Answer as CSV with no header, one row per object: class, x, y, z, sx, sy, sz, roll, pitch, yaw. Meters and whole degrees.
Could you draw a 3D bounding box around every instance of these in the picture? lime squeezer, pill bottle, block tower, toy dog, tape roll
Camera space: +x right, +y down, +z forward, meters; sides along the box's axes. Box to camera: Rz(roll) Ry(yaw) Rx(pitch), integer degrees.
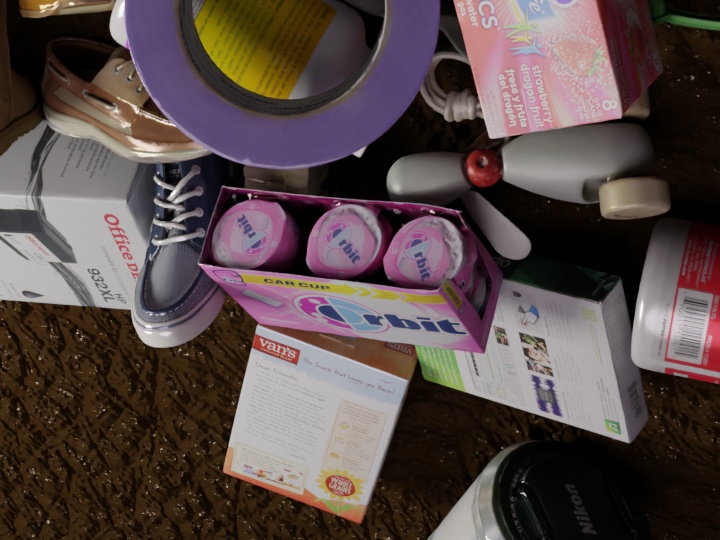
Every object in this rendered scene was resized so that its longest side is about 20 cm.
lime squeezer,0.182,-0.196,1.214,0.199,0.038,0.071,35,103,-9
pill bottle,-0.068,-0.160,1.286,0.199,0.105,0.104,30,135,-1
block tower,-0.057,-0.059,1.414,0.057,0.054,0.201,12,133,13
toy dog,0.128,-0.074,1.300,0.198,0.133,0.096,13,173,17
tape roll,-0.048,-0.170,1.174,0.198,0.085,0.202,0,102,0
pill bottle,0.300,0.033,1.308,0.198,0.113,0.113,11,134,12

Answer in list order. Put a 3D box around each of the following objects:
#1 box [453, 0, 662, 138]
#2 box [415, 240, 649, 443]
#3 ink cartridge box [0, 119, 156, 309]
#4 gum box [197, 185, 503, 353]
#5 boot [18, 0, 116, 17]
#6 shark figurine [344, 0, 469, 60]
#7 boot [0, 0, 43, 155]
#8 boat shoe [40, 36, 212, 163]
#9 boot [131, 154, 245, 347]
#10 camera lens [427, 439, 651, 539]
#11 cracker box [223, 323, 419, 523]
box,0.113,-0.197,1.149,0.094,0.103,0.201,-7,109,28
box,0.120,0.046,1.408,0.199,0.036,0.145,15,137,35
ink cartridge box,-0.240,-0.045,1.466,0.198,0.084,0.146,4,143,19
gum box,0.000,0.000,1.318,0.198,0.067,0.114,7,160,24
boot,-0.209,-0.254,1.287,0.070,0.201,0.145,-8,96,-15
shark figurine,-0.010,-0.203,1.244,0.214,0.090,0.128,44,133,-16
boot,-0.278,-0.197,1.354,0.066,0.175,0.202,-2,109,-4
boat shoe,-0.168,-0.131,1.359,0.199,0.076,0.072,14,126,34
boot,-0.136,-0.036,1.366,0.072,0.201,0.091,-7,126,13
camera lens,0.138,0.251,1.539,0.159,0.160,0.200,28,135,-4
cracker box,-0.034,0.116,1.561,0.133,0.058,0.201,20,136,4
